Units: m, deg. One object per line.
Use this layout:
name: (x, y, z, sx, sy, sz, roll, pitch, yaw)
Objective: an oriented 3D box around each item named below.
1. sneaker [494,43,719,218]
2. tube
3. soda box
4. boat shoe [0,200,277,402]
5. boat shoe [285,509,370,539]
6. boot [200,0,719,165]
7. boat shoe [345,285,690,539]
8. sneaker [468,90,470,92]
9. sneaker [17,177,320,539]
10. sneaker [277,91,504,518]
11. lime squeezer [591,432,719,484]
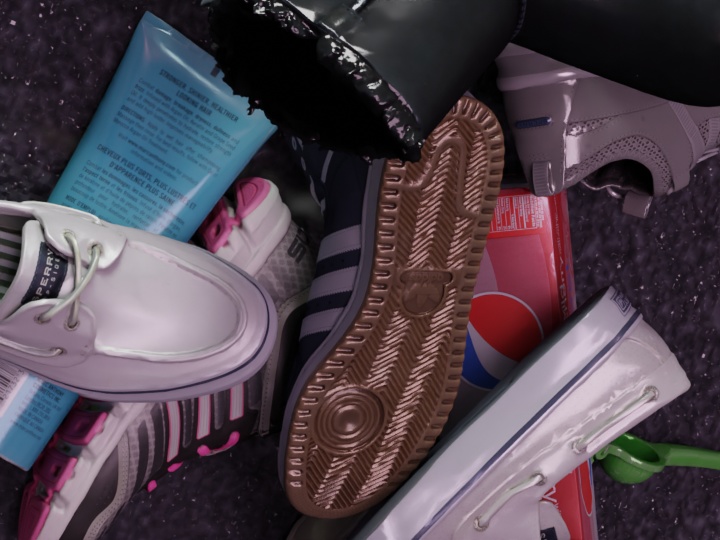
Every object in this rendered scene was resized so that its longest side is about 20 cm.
sneaker: (0.130, -0.064, 1.170, 0.200, 0.075, 0.082, 1, 87, -45)
tube: (-0.115, -0.010, 1.116, 0.077, 0.050, 0.200, 33, 84, -9)
soda box: (0.070, 0.057, 1.171, 0.063, 0.070, 0.201, -4, 97, 12)
boat shoe: (-0.134, 0.009, 1.057, 0.199, 0.067, 0.074, 8, 77, 0)
boat shoe: (-0.035, 0.172, 1.170, 0.202, 0.072, 0.060, -43, 108, -14)
boot: (0.051, -0.095, 1.000, 0.162, 0.198, 0.073, -43, 159, -38)
boat shoe: (0.066, 0.105, 1.111, 0.202, 0.075, 0.086, -45, 91, 3)
sneaker: (-0.004, -0.125, 1.115, 0.074, 0.081, 0.200, -42, 120, -15)
sneaker: (-0.073, 0.060, 1.131, 0.087, 0.074, 0.200, 38, 80, -18)
sneaker: (0.000, 0.000, 1.101, 0.070, 0.109, 0.201, 8, 112, -26)
lime squeezer: (0.118, 0.108, 1.242, 0.199, 0.038, 0.071, -20, 107, -19)
